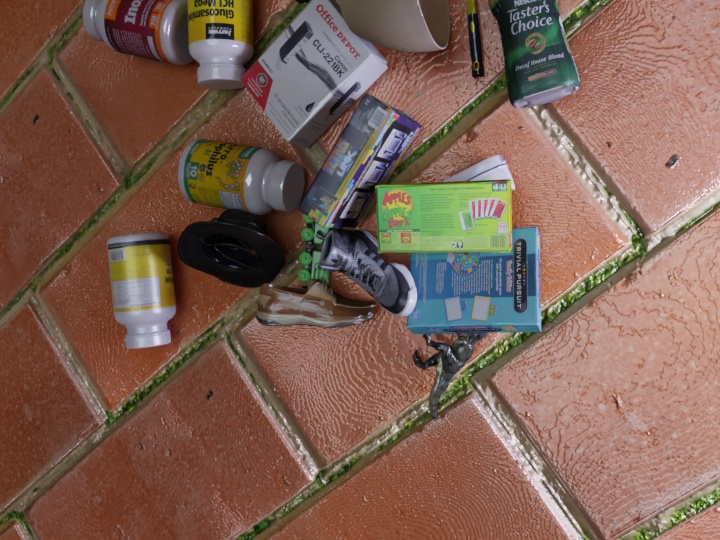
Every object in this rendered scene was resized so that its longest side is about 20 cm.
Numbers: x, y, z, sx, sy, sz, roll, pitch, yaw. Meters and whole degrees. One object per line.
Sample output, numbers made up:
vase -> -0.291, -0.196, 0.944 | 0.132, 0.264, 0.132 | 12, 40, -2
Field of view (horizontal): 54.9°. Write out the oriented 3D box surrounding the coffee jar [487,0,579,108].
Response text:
coffee jar -> 0.252, -0.351, 1.022 | 0.103, 0.085, 0.203 | -13, 88, 20

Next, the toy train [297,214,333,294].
toy train -> -0.076, -0.010, 1.187 | 0.056, 0.042, 0.203 | 6, 96, 7

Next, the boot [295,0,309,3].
boot -> -0.026, -0.524, 1.095 | 0.161, 0.073, 0.201 | -1, 67, 27

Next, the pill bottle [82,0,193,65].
pill bottle -> -0.392, -0.441, 1.243 | 0.198, 0.113, 0.114 | 16, 98, 19

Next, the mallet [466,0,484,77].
mallet -> 0.182, -0.407, 1.074 | 0.065, 0.041, 0.203 | -12, 93, 24

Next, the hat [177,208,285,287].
hat -> -0.216, -0.054, 1.192 | 0.198, 0.201, 0.082 | -4, 58, 20

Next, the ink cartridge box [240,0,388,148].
ink cartridge box -> -0.076, -0.327, 1.146 | 0.200, 0.084, 0.145 | -41, 78, 16

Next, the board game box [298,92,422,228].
board game box -> 0.003, -0.164, 1.082 | 0.056, 0.165, 0.201 | 36, 104, 13

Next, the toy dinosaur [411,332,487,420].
toy dinosaur -> 0.131, 0.140, 1.116 | 0.088, 0.047, 0.202 | 30, 106, 10

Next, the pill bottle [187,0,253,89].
pill bottle -> -0.239, -0.420, 1.187 | 0.111, 0.112, 0.203 | 0, 93, 20

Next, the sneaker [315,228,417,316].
sneaker -> 0.000, 0.000, 1.083 | 0.200, 0.113, 0.076 | 51, 121, 42

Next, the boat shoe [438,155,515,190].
boat shoe -> 0.146, -0.104, 1.086 | 0.198, 0.072, 0.066 | -27, 79, 11

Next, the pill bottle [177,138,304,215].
pill bottle -> -0.201, -0.157, 1.187 | 0.198, 0.113, 0.114 | 13, 97, 20

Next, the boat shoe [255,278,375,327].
boat shoe -> -0.073, 0.052, 1.140 | 0.197, 0.076, 0.075 | 1, 96, -7

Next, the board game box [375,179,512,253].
board game box -> 0.124, -0.080, 1.034 | 0.197, 0.048, 0.103 | 0, 99, 16

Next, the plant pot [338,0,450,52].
plant pot -> 0.043, -0.419, 1.039 | 0.133, 0.200, 0.203 | -7, 90, 24

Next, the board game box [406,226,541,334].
board game box -> 0.174, 0.018, 1.065 | 0.197, 0.047, 0.153 | -3, 71, 20

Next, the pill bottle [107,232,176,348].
pill bottle -> -0.398, 0.036, 1.270 | 0.111, 0.112, 0.203 | -5, 91, 20
